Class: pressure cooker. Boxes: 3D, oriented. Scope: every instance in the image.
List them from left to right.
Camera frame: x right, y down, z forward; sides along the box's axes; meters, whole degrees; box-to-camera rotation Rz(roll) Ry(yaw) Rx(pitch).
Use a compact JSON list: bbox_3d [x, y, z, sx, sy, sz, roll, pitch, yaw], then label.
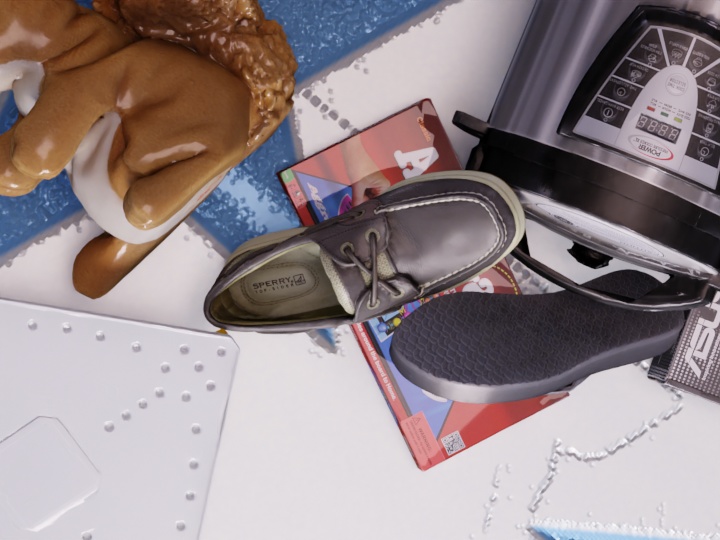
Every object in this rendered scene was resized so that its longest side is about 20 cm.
[{"bbox_3d":[0.164,-0.078,1.634,0.178,0.176,0.200,23,90,-43],"label":"pressure cooker"}]

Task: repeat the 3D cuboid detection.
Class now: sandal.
[{"bbox_3d":[0.105,0.047,1.648,0.200,0.076,0.043,-8,139,-33],"label":"sandal"}]

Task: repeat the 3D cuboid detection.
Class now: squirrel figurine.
[{"bbox_3d":[-0.143,-0.121,1.606,0.187,0.142,0.200,46,70,1],"label":"squirrel figurine"}]

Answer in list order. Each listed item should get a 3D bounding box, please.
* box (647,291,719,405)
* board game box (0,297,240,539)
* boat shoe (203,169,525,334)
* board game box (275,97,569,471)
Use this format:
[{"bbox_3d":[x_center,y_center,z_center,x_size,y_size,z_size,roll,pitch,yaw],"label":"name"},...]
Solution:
[{"bbox_3d":[0.285,0.002,1.724,0.160,0.044,0.200,21,89,-11],"label":"box"},{"bbox_3d":[-0.186,0.113,1.631,0.199,0.026,0.200,10,107,-10],"label":"board game box"},{"bbox_3d":[-0.001,-0.001,1.613,0.200,0.066,0.072,-15,108,29],"label":"boat shoe"},{"bbox_3d":[0.038,0.009,1.693,0.103,0.019,0.200,-27,97,-8],"label":"board game box"}]
